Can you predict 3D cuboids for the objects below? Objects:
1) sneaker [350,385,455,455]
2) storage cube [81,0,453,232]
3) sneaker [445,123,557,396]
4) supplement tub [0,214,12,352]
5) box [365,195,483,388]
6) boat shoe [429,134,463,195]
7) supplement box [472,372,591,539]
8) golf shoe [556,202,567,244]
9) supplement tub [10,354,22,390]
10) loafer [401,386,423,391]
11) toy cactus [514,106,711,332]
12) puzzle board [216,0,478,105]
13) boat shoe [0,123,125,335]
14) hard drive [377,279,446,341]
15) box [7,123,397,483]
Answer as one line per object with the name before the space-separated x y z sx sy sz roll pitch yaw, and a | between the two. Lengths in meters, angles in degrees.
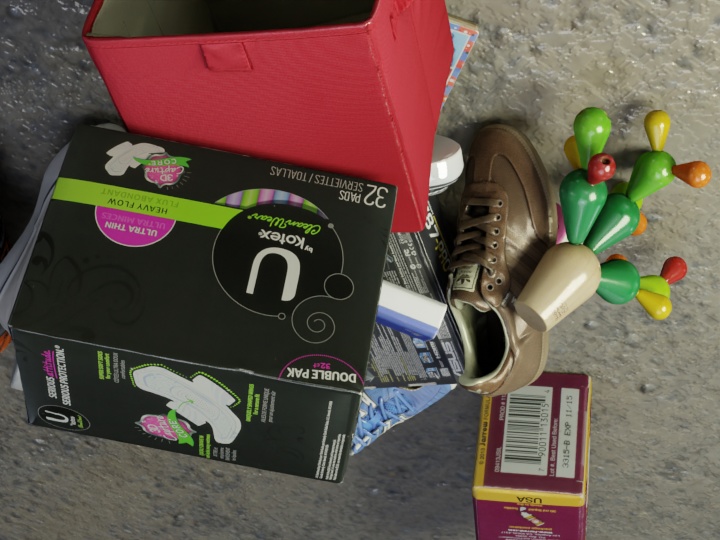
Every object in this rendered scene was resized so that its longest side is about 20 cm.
sneaker | 0.010 0.131 1.332 0.199 0.078 0.076 -26 128 36
storage cube | -0.044 -0.141 0.891 0.198 0.172 0.180 0 142 14
sneaker | 0.100 -0.006 1.052 0.070 0.202 0.075 0 -170 41
supplement tub | -0.355 -0.013 1.197 0.121 0.123 0.201 6 143 6
box | 0.000 0.000 1.117 0.160 0.049 0.201 -8 117 34
boat shoe | -0.008 -0.052 1.006 0.199 0.072 0.068 -3 111 36
supplement box | 0.164 0.204 1.345 0.102 0.132 0.201 3 143 9
golf shoe | 0.103 0.012 1.165 0.199 0.076 0.091 -20 139 37
supplement tub | -0.153 0.052 1.081 0.198 0.141 0.141 15 143 -14
loafer | 0.025 0.067 1.251 0.199 0.070 0.075 -17 135 31
toy cactus | 0.182 -0.018 1.037 0.102 0.165 0.201 31 158 35
puzzle board | -0.032 -0.151 1.031 0.198 0.018 0.151 17 142 -7
boat shoe | -0.234 -0.023 1.141 0.072 0.066 0.200 15 119 -51
hard drive | -0.038 0.002 1.012 0.198 0.026 0.132 22 176 1
box | -0.090 0.021 0.852 0.198 0.150 0.125 11 147 -1
